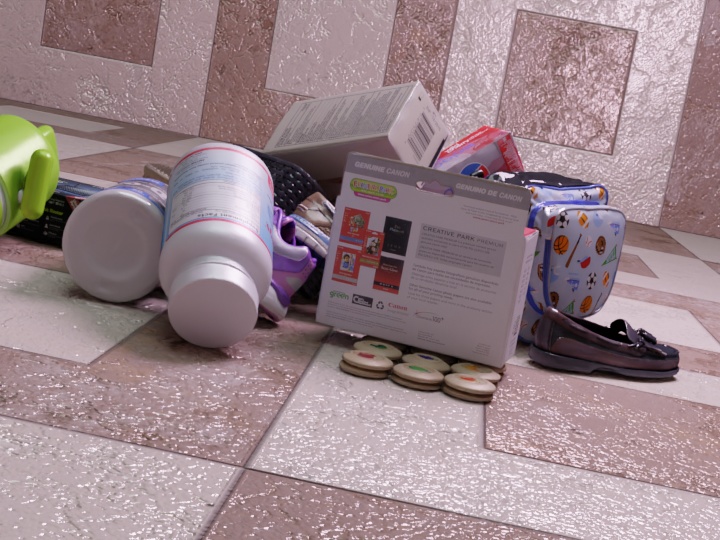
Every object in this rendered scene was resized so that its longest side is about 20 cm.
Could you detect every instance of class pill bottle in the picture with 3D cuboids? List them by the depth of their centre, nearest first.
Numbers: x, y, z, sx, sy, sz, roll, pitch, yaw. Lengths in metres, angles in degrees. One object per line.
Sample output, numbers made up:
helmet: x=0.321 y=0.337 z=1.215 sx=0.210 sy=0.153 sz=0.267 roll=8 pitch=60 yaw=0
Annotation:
pill bottle: x=-0.137 y=-0.025 z=1.183 sx=0.107 sy=0.110 sz=0.202 roll=9 pitch=39 yaw=-11
pill bottle: x=-0.241 y=-0.039 z=1.323 sx=0.112 sy=0.116 sz=0.200 roll=10 pitch=9 yaw=-1

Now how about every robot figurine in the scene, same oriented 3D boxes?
robot figurine: x=-0.422 y=-0.102 z=1.399 sx=0.173 sy=0.117 sz=0.200 roll=14 pitch=32 yaw=19

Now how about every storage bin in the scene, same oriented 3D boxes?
storage bin: x=-0.107 y=-0.061 z=1.481 sx=0.136 sy=0.094 sz=0.199 roll=50 pitch=-14 yaw=-32

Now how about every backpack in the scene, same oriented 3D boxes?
backpack: x=0.212 y=-0.011 z=1.441 sx=0.198 sy=0.194 sz=0.153 roll=-1 pitch=19 yaw=-37

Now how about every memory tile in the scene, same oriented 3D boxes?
memory tile: x=0.068 y=0.087 z=1.220 sx=0.151 sy=0.017 sz=0.200 roll=12 pitch=9 yaw=9

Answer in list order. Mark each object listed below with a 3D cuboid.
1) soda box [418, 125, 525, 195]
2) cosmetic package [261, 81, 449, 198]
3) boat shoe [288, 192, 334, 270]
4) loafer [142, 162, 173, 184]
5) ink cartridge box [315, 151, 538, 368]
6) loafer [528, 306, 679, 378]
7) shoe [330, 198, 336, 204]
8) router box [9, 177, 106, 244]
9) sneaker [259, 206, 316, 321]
soda box: x=0.097 y=-0.096 z=1.479 sx=0.198 sy=0.064 sz=0.070 roll=-31 pitch=22 yaw=-13
cosmetic package: x=-0.007 y=-0.151 z=1.482 sx=0.198 sy=0.104 sz=0.088 roll=-1 pitch=-43 yaw=39
boat shoe: x=0.009 y=-0.012 z=1.360 sx=0.199 sy=0.073 sz=0.072 roll=38 pitch=-14 yaw=-4
loafer: x=-0.237 y=-0.083 z=1.759 sx=0.199 sy=0.069 sz=0.075 roll=34 pitch=21 yaw=27
ink cartridge box: x=0.071 y=-0.016 z=1.242 sx=0.197 sy=0.179 sz=0.084 roll=14 pitch=10 yaw=15
loafer: x=0.277 y=0.079 z=1.361 sx=0.197 sy=0.064 sz=0.072 roll=6 pitch=10 yaw=-27
shoe: x=0.050 y=-0.077 z=1.543 sx=0.197 sy=0.071 sz=0.054 roll=-8 pitch=40 yaw=-5
router box: x=-0.387 y=-0.080 z=1.563 sx=0.197 sy=0.063 sz=0.150 roll=14 pitch=8 yaw=19
sneaker: x=-0.116 y=-0.038 z=1.323 sx=0.200 sy=0.088 sz=0.081 roll=47 pitch=-1 yaw=32
